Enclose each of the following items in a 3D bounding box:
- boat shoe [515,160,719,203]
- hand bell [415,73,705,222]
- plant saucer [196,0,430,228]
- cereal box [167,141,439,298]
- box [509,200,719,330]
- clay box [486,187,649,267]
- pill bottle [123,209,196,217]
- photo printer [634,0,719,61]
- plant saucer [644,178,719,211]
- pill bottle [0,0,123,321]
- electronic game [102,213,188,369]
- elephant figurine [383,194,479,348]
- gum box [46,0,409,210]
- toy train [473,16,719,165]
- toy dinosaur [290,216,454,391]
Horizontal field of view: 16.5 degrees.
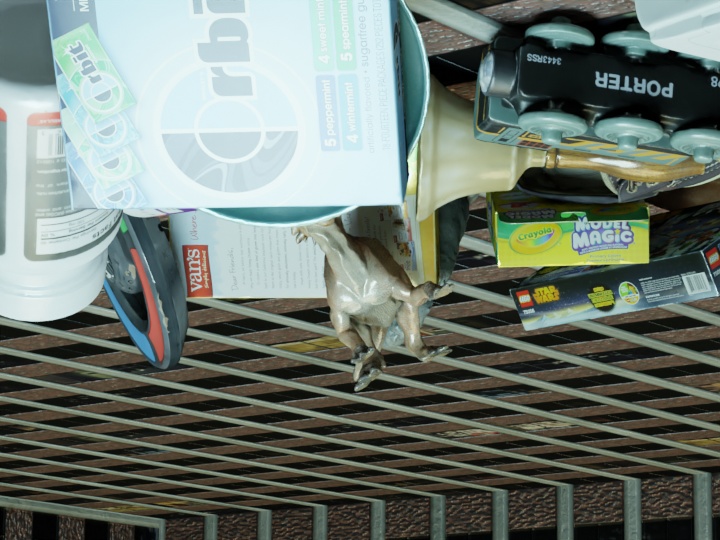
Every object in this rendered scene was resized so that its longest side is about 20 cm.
[{"bbox_3d":[0.192,-0.081,1.776,0.199,0.072,0.065,-5,-159,47],"label":"boat shoe"},{"bbox_3d":[0.139,-0.081,1.710,0.199,0.105,0.104,3,168,1],"label":"hand bell"},{"bbox_3d":[-0.056,-0.122,1.480,0.199,0.201,0.036,-1,-150,8],"label":"plant saucer"},{"bbox_3d":[-0.043,-0.051,1.812,0.199,0.145,0.040,1,-156,6],"label":"cereal box"},{"bbox_3d":[0.230,-0.010,1.906,0.199,0.040,0.137,-13,-167,46],"label":"box"},{"bbox_3d":[0.155,-0.039,1.878,0.114,0.048,0.200,-2,-167,1],"label":"clay box"},{"bbox_3d":[-0.074,-0.100,1.637,0.199,0.112,0.111,-6,166,30],"label":"pill bottle"},{"bbox_3d":[0.286,-0.160,1.439,0.199,0.070,0.166,9,165,-36],"label":"photo printer"},{"bbox_3d":[0.313,-0.077,1.906,0.199,0.035,0.200,0,168,0],"label":"plant saucer"},{"bbox_3d":[-0.206,-0.071,1.574,0.115,0.116,0.201,2,134,-7],"label":"pill bottle"},{"bbox_3d":[-0.180,-0.021,1.839,0.041,0.201,0.200,-23,174,-16],"label":"electronic game"},{"bbox_3d":[-0.026,-0.040,1.903,0.199,0.156,0.142,27,127,-6],"label":"elephant figurine"},{"bbox_3d":[-0.076,-0.121,1.433,0.199,0.171,0.045,0,-154,7],"label":"gum box"},{"bbox_3d":[0.167,-0.113,1.635,0.199,0.086,0.114,6,170,-13],"label":"toy train"},{"bbox_3d":[0.000,0.000,1.753,0.085,0.136,0.200,-28,157,-7],"label":"toy dinosaur"}]
